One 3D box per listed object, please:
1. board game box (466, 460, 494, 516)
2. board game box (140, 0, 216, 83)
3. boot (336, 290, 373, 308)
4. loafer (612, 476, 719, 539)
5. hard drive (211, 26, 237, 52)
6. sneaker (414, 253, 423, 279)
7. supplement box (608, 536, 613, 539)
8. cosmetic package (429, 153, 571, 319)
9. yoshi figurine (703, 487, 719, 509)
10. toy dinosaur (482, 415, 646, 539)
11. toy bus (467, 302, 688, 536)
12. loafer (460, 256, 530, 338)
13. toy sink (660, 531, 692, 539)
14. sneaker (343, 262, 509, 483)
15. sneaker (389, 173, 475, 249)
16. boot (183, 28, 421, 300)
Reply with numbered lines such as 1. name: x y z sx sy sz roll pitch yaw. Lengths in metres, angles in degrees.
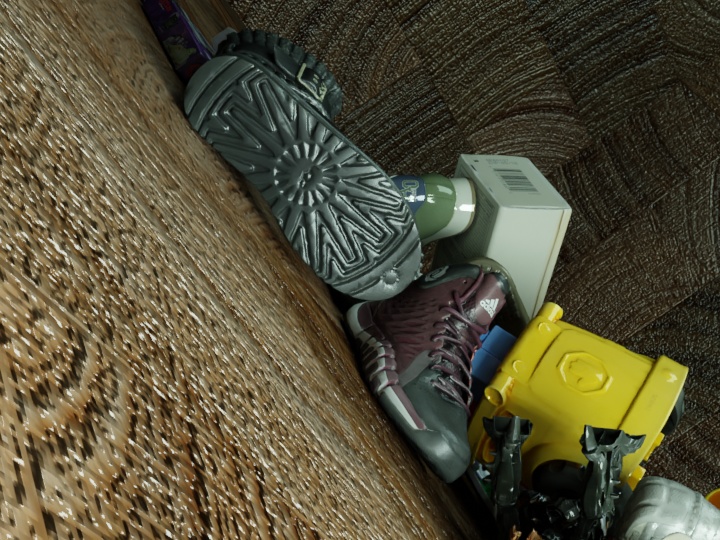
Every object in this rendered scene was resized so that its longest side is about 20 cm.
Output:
1. board game box: 0.134 0.202 1.140 0.200 0.026 0.200 54 4 -35
2. board game box: -0.109 -0.140 1.025 0.200 0.032 0.120 52 9 -47
3. boot: 0.001 -0.002 1.005 0.200 0.072 0.182 47 5 -23
4. loafer: 0.188 0.214 0.804 0.069 0.070 0.201 21 -42 9
5. hard drive: -0.063 -0.125 1.075 0.132 0.026 0.200 57 3 12
6. sneaker: 0.033 0.001 1.239 0.201 0.071 0.073 59 5 25
7. supplement box: 0.215 0.288 0.983 0.109 0.061 0.200 55 12 -13
8. cosmetic package: 0.115 0.006 1.106 0.104 0.072 0.201 -118 -146 -52
9. yoshi figurine: 0.276 0.251 0.912 0.112 0.111 0.201 -119 -174 -74
10. toy dinosaur: 0.124 0.164 0.760 0.200 0.101 0.137 116 -18 -81
11. toy bus: 0.128 0.124 0.938 0.191 0.136 0.201 30 -38 12
12. loafer: 0.124 0.074 1.029 0.068 0.075 0.202 -72 150 -67
13. toy sink: 0.158 0.221 0.623 0.131 0.112 0.200 57 4 25
14. sneaker: 0.060 0.050 0.827 0.076 0.115 0.200 53 4 -30
15. sneaker: 0.017 -0.039 1.110 0.200 0.089 0.068 -36 -126 55
16. boot: -0.033 -0.084 0.871 0.211 0.079 0.158 50 11 -10
